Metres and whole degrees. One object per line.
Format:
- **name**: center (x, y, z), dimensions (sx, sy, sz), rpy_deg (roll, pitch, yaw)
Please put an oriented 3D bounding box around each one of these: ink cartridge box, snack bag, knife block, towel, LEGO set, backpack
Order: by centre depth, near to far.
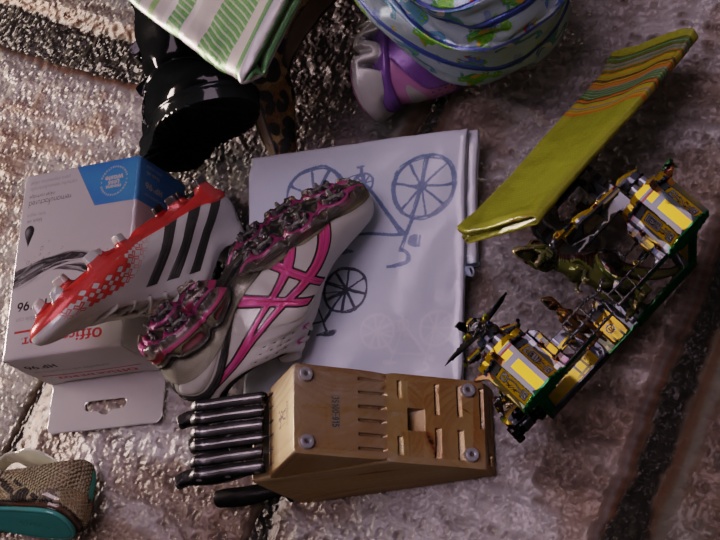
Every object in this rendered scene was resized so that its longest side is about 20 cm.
- **LEGO set**: center (0.124, -0.001, 1.058), dimensions (0.116, 0.154, 0.200), rpy_deg (42, 97, 17)
- **towel**: center (0.146, -0.092, 1.096), dimensions (0.200, 0.018, 0.086), rpy_deg (-47, 15, -28)
- **backpack**: center (0.061, -0.224, 1.150), dimensions (0.163, 0.154, 0.200), rpy_deg (-29, 82, -10)
- **knife block**: center (-0.026, 0.125, 1.158), dimensions (0.176, 0.200, 0.064), rpy_deg (131, 142, -62)
- **towel**: center (-0.097, -0.231, 1.176), dimensions (0.200, 0.023, 0.153), rpy_deg (40, 109, 44)
- **snack bag**: center (0.000, 0.000, 1.205), dimensions (0.188, 0.021, 0.200), rpy_deg (-6, 74, 26)
- **ink cartridge box**: center (-0.210, 0.020, 1.290), dimensions (0.116, 0.068, 0.200), rpy_deg (-9, 66, 26)

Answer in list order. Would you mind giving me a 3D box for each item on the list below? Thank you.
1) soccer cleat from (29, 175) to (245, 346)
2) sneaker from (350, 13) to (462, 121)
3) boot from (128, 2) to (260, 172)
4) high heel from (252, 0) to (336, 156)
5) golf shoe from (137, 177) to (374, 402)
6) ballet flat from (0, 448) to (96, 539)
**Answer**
- **soccer cleat**: center (-0.156, 0.008, 1.210), dimensions (0.200, 0.085, 0.069), rpy_deg (-41, 7, -39)
- **sneaker**: center (0.047, -0.211, 1.245), dimensions (0.088, 0.080, 0.200), rpy_deg (-4, 73, 21)
- **boot**: center (-0.133, -0.175, 1.274), dimensions (0.198, 0.073, 0.163), rpy_deg (150, 119, -66)
- **high heel**: center (-0.028, -0.187, 1.291), dimensions (0.142, 0.071, 0.200), rpy_deg (-10, 84, -7)
- **golf shoe**: center (-0.062, 0.016, 1.189), dimensions (0.200, 0.092, 0.073), rpy_deg (-42, 24, -4)
- **ballet flat**: center (-0.291, 0.174, 1.282), dimensions (0.200, 0.068, 0.075), rpy_deg (-6, 45, 21)
